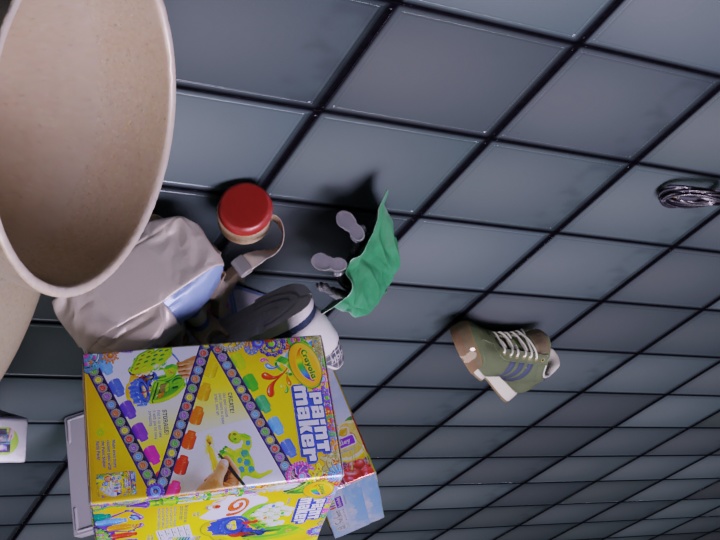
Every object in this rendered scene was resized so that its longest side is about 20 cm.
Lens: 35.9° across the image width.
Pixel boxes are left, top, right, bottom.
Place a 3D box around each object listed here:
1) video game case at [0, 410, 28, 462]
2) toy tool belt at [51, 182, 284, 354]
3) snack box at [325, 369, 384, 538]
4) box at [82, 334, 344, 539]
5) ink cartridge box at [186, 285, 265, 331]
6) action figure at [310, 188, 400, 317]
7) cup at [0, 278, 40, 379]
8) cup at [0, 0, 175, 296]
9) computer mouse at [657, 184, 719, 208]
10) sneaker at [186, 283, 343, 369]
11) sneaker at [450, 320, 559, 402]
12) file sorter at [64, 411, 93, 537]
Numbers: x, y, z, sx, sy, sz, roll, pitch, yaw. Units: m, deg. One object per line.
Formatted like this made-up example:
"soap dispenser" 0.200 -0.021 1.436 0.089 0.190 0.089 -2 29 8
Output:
"video game case" -0.438 0.161 1.096 0.179 0.046 0.199 5 174 -27
"toy tool belt" -0.158 0.011 0.948 0.199 0.125 0.123 -36 165 -15
"snack box" -0.043 0.158 1.162 0.067 0.202 0.169 -20 153 -6
"box" -0.127 0.159 0.920 0.190 0.123 0.201 -3 150 -13
"ink cartridge box" -0.172 0.118 1.105 0.199 0.138 0.076 -26 154 26
"action figure" 0.000 0.000 1.022 0.119 0.054 0.200 -58 166 -7
"cup" -0.315 0.006 0.813 0.143 0.201 0.201 -41 151 -3
"cup" -0.215 -0.097 0.644 0.141 0.203 0.201 10 158 17
"computer mouse" 0.379 -0.069 1.107 0.198 0.035 0.058 9 163 -26
"sneaker" -0.113 0.088 0.990 0.198 0.077 0.081 -22 122 18
"sneaker" 0.174 0.090 1.287 0.089 0.068 0.200 -27 150 13
"file sorter" -0.220 0.222 1.288 0.198 0.140 0.125 -19 155 13
